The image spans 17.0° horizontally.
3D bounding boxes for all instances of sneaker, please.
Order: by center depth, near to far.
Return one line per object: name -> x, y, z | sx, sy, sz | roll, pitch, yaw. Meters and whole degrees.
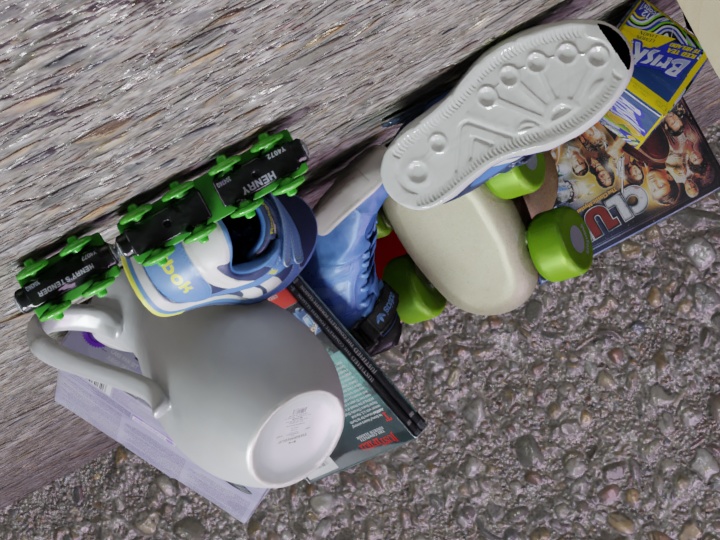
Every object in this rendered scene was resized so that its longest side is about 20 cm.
sneaker -> -0.074, -0.021, 1.598 | 0.082, 0.074, 0.200 | -33, 175, 30
sneaker -> 0.107, -0.116, 1.650 | 0.200, 0.081, 0.146 | -33, -177, 20
sneaker -> 0.000, -0.001, 1.792 | 0.200, 0.111, 0.077 | -50, -175, 36

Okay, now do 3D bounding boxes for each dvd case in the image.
dvd case -> -0.058, 0.067, 1.811 | 0.146, 0.200, 0.022 | -29, -165, 49

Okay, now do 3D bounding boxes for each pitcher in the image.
pitcher -> -0.120, 0.069, 1.665 | 0.171, 0.200, 0.122 | -16, 130, -35

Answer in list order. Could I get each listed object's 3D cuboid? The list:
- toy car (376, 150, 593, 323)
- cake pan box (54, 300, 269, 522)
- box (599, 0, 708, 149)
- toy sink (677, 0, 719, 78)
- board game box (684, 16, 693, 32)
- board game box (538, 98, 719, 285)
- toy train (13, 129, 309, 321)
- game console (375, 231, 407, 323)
toy car -> 0.099, -0.077, 1.879 | 0.164, 0.158, 0.200 | -16, -151, 31
cake pan box -> -0.150, 0.112, 1.861 | 0.052, 0.199, 0.184 | -57, 177, -19
box -> 0.211, -0.147, 1.822 | 0.064, 0.070, 0.200 | -53, 177, -3
toy sink -> 0.284, -0.206, 1.385 | 0.199, 0.112, 0.130 | -28, 176, -7
board game box -> 0.335, -0.175, 1.724 | 0.135, 0.035, 0.200 | -27, -143, -8
board game box -> 0.225, -0.092, 2.248 | 0.199, 0.136, 0.035 | -28, 176, -2
toy train -> -0.119, -0.028, 1.451 | 0.199, 0.042, 0.056 | -28, -174, 1
game console -> 0.069, -0.036, 2.029 | 0.199, 0.119, 0.172 | -29, 176, 15
